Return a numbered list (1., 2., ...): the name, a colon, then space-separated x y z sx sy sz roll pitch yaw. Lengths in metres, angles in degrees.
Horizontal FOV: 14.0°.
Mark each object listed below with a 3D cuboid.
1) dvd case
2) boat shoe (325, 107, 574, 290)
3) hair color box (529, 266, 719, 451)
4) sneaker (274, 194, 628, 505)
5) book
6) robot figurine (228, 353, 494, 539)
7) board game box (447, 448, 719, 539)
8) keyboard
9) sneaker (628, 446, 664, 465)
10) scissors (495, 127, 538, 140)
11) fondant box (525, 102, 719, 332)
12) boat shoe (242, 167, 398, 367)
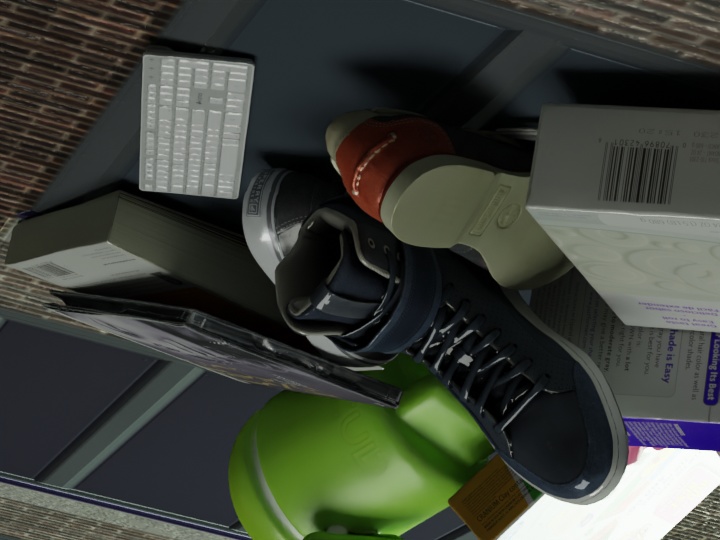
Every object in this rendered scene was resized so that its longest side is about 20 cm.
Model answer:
1. dvd case: -0.085 0.046 1.746 0.148 0.016 0.200 22 172 -29
2. boat shoe: 0.057 -0.040 1.498 0.063 0.071 0.200 42 -164 33
3. hair color box: 0.191 0.039 1.584 0.199 0.110 0.065 2 160 23
4. sneaker: 0.041 0.041 1.511 0.146 0.202 0.077 6 130 -53
5. book: -0.096 0.012 1.755 0.200 0.048 0.133 22 162 -30
6. robot figurine: 0.000 0.113 1.834 0.200 0.176 0.116 -34 126 30
7. board game box: 0.147 0.136 1.838 0.040 0.153 0.200 46 178 28
8. keyboard: -0.088 -0.075 1.550 0.056 0.011 0.200 11 162 -1
9. sneaker: 0.191 0.053 1.695 0.199 0.096 0.079 -7 135 -13
10. scissors: 0.166 -0.067 1.444 0.199 0.014 0.073 10 164 4
11. fondant box: 0.180 -0.021 1.462 0.144 0.058 0.200 4 165 21
12. boat shoe: 0.000 0.000 1.647 0.066 0.070 0.200 3 153 24
